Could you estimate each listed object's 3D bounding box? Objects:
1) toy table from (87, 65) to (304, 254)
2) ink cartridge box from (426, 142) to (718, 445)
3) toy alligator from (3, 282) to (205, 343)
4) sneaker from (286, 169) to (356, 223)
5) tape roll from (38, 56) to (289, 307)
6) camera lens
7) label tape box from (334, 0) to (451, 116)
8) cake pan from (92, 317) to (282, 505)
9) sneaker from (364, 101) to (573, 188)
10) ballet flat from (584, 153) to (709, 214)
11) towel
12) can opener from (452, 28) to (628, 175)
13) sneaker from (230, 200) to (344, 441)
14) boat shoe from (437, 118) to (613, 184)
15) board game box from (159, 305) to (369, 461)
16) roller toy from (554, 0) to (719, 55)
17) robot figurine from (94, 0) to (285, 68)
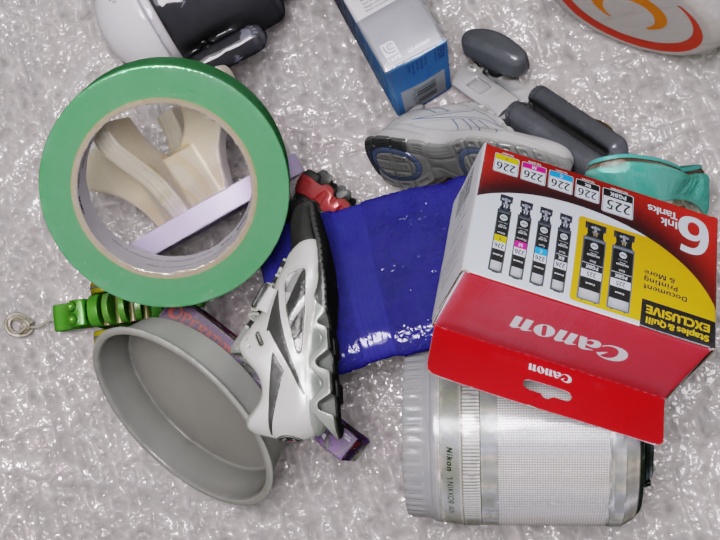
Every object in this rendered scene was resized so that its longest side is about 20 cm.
[{"bbox_3d":[-0.163,-0.090,1.087,0.200,0.184,0.117,-30,93,8],"label":"toy table"},{"bbox_3d":[0.165,0.018,0.929,0.200,0.084,0.176,17,53,-5],"label":"ink cartridge box"},{"bbox_3d":[-0.247,0.039,1.128,0.200,0.054,0.059,-7,81,5],"label":"toy alligator"},{"bbox_3d":[0.000,0.000,1.099,0.200,0.071,0.098,40,88,12],"label":"sneaker"},{"bbox_3d":[-0.157,-0.071,0.985,0.200,0.048,0.201,-1,107,-3],"label":"tape roll"},{"bbox_3d":[0.139,0.134,1.018,0.200,0.160,0.160,-1,82,6],"label":"camera lens"},{"bbox_3d":[0.009,-0.254,1.096,0.066,0.143,0.200,-27,80,2],"label":"label tape box"},{"bbox_3d":[-0.146,0.119,1.049,0.200,0.200,0.037,37,54,10],"label":"cake pan"},{"bbox_3d":[0.100,-0.116,1.070,0.200,0.075,0.087,14,52,33],"label":"sneaker"},{"bbox_3d":[0.251,-0.058,1.023,0.067,0.200,0.070,-6,88,34],"label":"ballet flat"},{"bbox_3d":[0.018,0.009,1.025,0.200,0.050,0.148,-16,66,6],"label":"towel"},{"bbox_3d":[0.153,-0.152,1.075,0.053,0.067,0.200,-36,49,-14],"label":"can opener"},{"bbox_3d":[-0.062,0.037,0.963,0.088,0.074,0.200,-5,67,8],"label":"sneaker"},{"bbox_3d":[0.143,-0.072,1.103,0.201,0.063,0.073,-30,44,-4],"label":"boat shoe"},{"bbox_3d":[-0.081,0.098,1.069,0.200,0.120,0.032,37,82,9],"label":"board game box"},{"bbox_3d":[0.259,-0.288,1.051,0.182,0.200,0.140,24,84,15],"label":"roller toy"},{"bbox_3d":[-0.149,-0.261,1.128,0.200,0.150,0.125,-29,113,1],"label":"robot figurine"}]
